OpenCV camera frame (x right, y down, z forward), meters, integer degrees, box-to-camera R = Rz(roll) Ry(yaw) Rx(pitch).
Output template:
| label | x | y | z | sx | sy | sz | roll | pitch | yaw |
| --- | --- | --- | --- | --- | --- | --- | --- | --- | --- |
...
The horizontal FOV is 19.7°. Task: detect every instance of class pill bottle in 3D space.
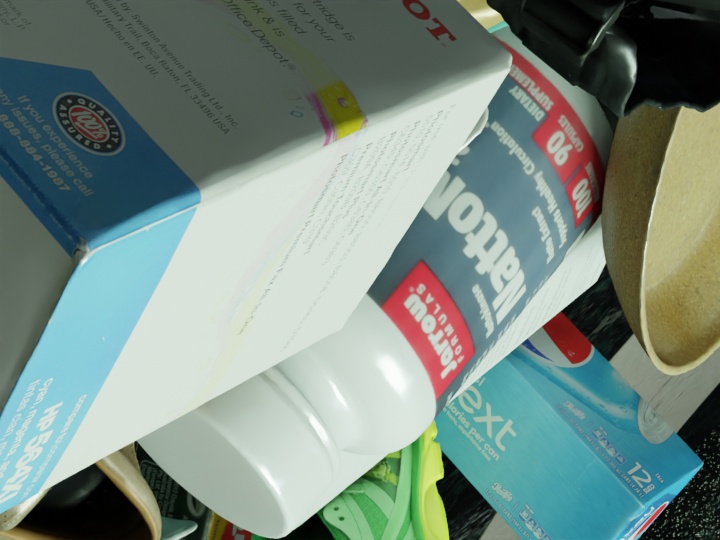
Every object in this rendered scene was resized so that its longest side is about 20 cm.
| label | x | y | z | sx | sy | sz | roll | pitch | yaw |
| --- | --- | --- | --- | --- | --- | --- | --- | --- | --- |
| pill bottle | 0.000 | 0.000 | 0.802 | 0.200 | 0.119 | 0.120 | -49 | 167 | -23 |

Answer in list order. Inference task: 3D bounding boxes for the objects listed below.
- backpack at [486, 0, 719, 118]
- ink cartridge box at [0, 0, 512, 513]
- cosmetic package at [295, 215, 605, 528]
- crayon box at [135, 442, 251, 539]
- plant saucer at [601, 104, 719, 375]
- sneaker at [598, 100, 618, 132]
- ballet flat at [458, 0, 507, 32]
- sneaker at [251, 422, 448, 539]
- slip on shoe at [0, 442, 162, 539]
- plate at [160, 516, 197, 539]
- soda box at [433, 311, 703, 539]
| label | x | y | z | sx | sy | sz | roll | pitch | yaw |
| --- | --- | --- | --- | --- | --- | --- | --- | --- | --- |
| backpack | 0.051 | -0.132 | 0.525 | 0.190 | 0.199 | 0.155 | 18 | 101 | -56 |
| ink cartridge box | -0.066 | -0.039 | 0.583 | 0.199 | 0.129 | 0.126 | -25 | 156 | -46 |
| cosmetic package | 0.011 | 0.004 | 0.914 | 0.199 | 0.113 | 0.081 | -36 | 162 | -21 |
| crayon box | -0.050 | 0.115 | 1.059 | 0.200 | 0.050 | 0.128 | -9 | 112 | -65 |
| plant saucer | 0.146 | -0.058 | 0.842 | 0.200 | 0.035 | 0.202 | -43 | 144 | -42 |
| sneaker | 0.140 | -0.082 | 0.950 | 0.060 | 0.104 | 0.202 | -4 | 115 | -40 |
| ballet flat | 0.012 | -0.100 | 0.743 | 0.199 | 0.063 | 0.069 | -30 | -152 | 12 |
| sneaker | -0.008 | 0.101 | 0.939 | 0.083 | 0.201 | 0.074 | 8 | 134 | -21 |
| slip on shoe | -0.133 | 0.061 | 0.739 | 0.076 | 0.061 | 0.200 | -42 | 150 | -1 |
| plate | -0.164 | 0.136 | 0.873 | 0.198 | 0.026 | 0.200 | -22 | 178 | -1 |
| soda box | 0.066 | 0.050 | 0.998 | 0.064 | 0.200 | 0.068 | -23 | 155 | -50 |
